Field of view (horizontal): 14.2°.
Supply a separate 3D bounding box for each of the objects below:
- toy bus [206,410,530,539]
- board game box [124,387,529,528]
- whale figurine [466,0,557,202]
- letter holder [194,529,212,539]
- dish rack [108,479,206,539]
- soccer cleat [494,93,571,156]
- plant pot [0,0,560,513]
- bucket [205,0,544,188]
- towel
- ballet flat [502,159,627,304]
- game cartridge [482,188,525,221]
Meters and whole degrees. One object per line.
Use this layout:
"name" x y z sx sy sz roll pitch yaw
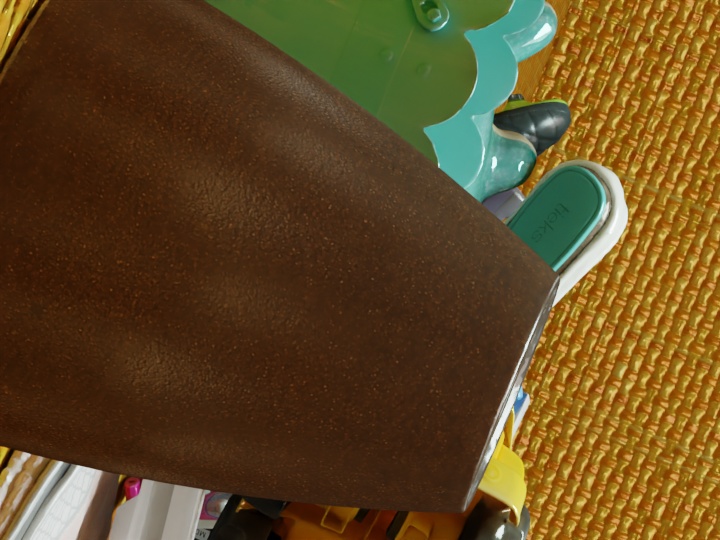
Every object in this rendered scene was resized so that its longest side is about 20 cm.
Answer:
"toy bus" 0.019 0.100 1.426 0.192 0.135 0.200 -61 179 -45
"board game box" -0.018 0.098 1.653 0.200 0.199 0.026 -54 141 -67
"whale figurine" 0.023 -0.070 1.494 0.200 0.158 0.104 -48 -152 41
"letter holder" -0.013 0.185 1.720 0.142 0.199 0.101 -50 161 -72
"dish rack" -0.088 0.075 1.426 0.172 0.043 0.201 130 -27 -82
"soccer cleat" 0.043 -0.036 1.715 0.199 0.081 0.068 -28 166 9
"plant pot" -0.035 0.006 1.047 0.187 0.199 0.188 22 90 -85
"bucket" -0.007 -0.087 1.282 0.207 0.134 0.208 23 90 -85
"towel" -0.153 0.142 1.318 0.192 0.032 0.200 106 9 -48
"ballet flat" 0.070 0.021 1.548 0.200 0.069 0.069 -43 180 13
"game cartridge" 0.000 0.000 1.634 0.200 0.038 0.130 -46 -148 8
